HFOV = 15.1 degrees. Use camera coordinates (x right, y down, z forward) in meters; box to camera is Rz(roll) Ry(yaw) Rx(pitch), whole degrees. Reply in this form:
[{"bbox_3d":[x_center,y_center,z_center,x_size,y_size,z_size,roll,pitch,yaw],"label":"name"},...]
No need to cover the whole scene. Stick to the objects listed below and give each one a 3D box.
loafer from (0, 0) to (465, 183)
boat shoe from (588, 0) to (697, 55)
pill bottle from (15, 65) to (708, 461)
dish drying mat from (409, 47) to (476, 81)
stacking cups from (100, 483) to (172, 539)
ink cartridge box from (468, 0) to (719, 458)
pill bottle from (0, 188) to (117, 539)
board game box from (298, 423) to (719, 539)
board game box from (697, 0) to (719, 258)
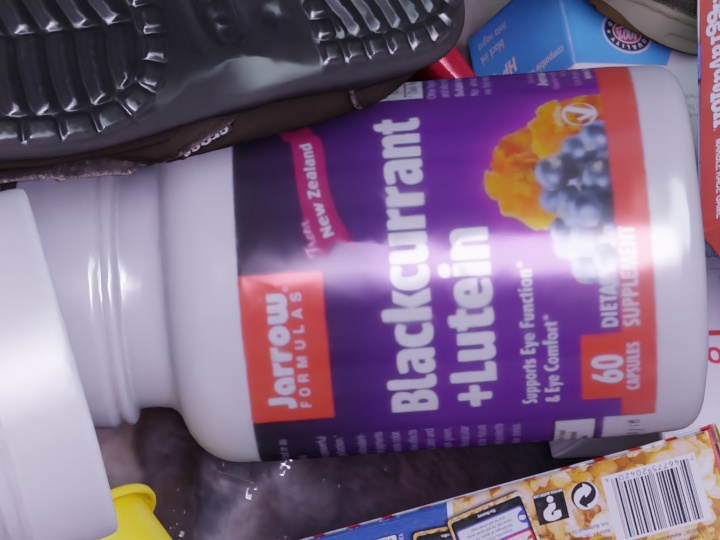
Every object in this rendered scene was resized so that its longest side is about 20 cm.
[{"bbox_3d":[-0.068,-0.052,0.743,0.199,0.071,0.073,-6,67,-24],"label":"loafer"},{"bbox_3d":[0.077,-0.123,0.865,0.200,0.065,0.074,10,61,-47],"label":"boat shoe"},{"bbox_3d":[0.000,0.000,0.821,0.199,0.111,0.112,-5,69,1],"label":"pill bottle"},{"bbox_3d":[-0.021,-0.131,0.929,0.018,0.077,0.200,-36,89,-1],"label":"dish drying mat"},{"bbox_3d":[-0.029,0.157,0.776,0.060,0.061,0.200,-25,68,-34],"label":"stacking cups"},{"bbox_3d":[0.117,-0.001,0.946,0.115,0.067,0.201,1,69,-30],"label":"ink cartridge box"},{"bbox_3d":[-0.170,0.050,0.698,0.199,0.116,0.117,-16,76,-8],"label":"pill bottle"},{"bbox_3d":[0.061,0.163,0.807,0.151,0.046,0.201,-15,72,9],"label":"board game box"},{"bbox_3d":[0.164,0.006,0.886,0.200,0.019,0.103,47,34,-37],"label":"board game box"}]
